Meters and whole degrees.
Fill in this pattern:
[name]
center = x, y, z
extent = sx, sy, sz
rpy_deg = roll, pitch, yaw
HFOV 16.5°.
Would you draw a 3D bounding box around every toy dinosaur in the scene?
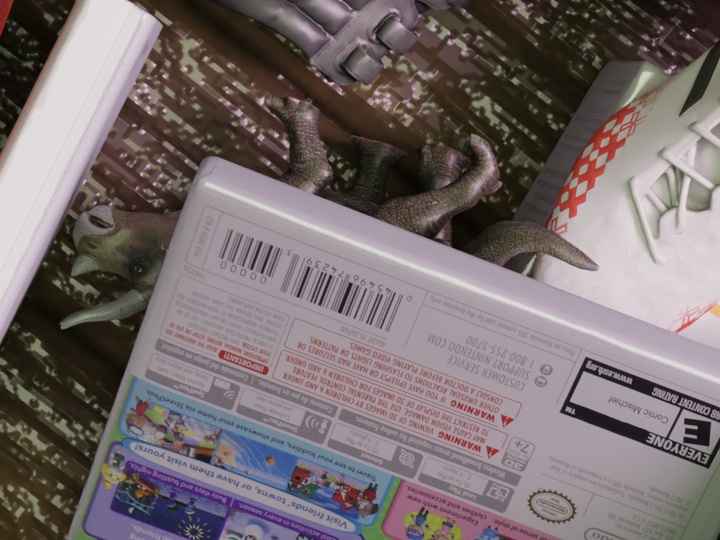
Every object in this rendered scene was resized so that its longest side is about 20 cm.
[toy dinosaur]
center = 0.000, 0.000, 0.855
extent = 0.200, 0.077, 0.102
rpy_deg = 15, 83, 31

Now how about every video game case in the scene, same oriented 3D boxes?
[video game case]
center = 0.013, 0.074, 0.823
extent = 0.200, 0.022, 0.182
rpy_deg = 21, 120, -2

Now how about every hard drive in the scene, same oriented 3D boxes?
[hard drive]
center = -0.123, -0.001, 0.835
extent = 0.027, 0.132, 0.200
rpy_deg = 26, 92, -5

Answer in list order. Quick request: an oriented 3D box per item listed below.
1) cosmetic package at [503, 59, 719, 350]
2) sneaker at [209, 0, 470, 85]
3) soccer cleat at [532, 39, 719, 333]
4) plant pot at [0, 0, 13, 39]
[cosmetic package]
center = 0.085, 0.035, 0.887
extent = 0.101, 0.071, 0.200
rpy_deg = 30, 93, -7
[sneaker]
center = 0.035, -0.104, 0.875
extent = 0.200, 0.071, 0.099
rpy_deg = 17, 97, -3
[soccer cleat]
center = 0.132, -0.047, 0.806
extent = 0.200, 0.085, 0.069
rpy_deg = -44, 97, -2
[plant pot]
center = -0.210, -0.078, 0.801
extent = 0.200, 0.200, 0.176
rpy_deg = 33, 80, -7
